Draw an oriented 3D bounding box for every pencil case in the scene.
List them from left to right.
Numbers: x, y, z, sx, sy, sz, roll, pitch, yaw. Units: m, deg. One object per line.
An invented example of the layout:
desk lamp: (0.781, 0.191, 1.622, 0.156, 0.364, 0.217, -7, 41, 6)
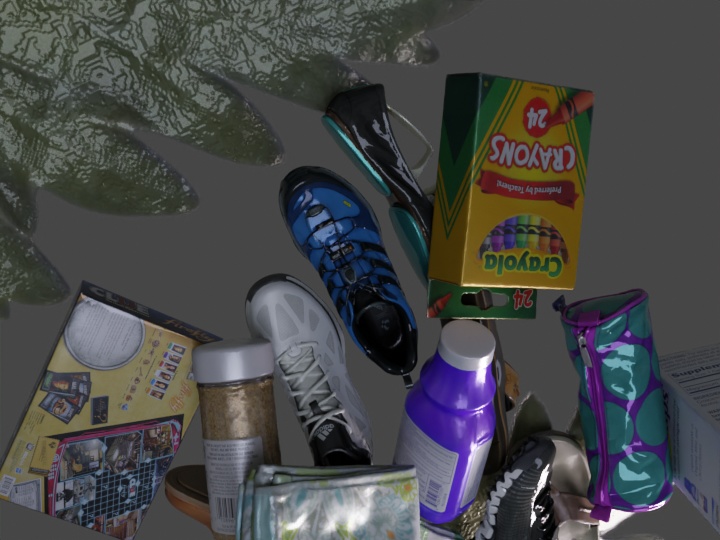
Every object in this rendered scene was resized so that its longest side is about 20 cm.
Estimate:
pencil case: (0.234, 0.120, 0.991, 0.092, 0.085, 0.202, -23, 107, -40)

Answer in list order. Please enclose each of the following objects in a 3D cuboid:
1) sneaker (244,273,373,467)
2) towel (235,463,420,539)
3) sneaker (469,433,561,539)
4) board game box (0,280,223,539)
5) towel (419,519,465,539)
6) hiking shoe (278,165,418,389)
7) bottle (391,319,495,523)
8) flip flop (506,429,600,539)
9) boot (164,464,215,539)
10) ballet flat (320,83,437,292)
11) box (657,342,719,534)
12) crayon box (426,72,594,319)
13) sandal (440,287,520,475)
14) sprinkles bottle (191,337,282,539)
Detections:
sneaker: (-0.033, 0.102, 0.926, 0.075, 0.115, 0.202, -26, 111, -2)
towel: (-0.020, 0.254, 0.853, 0.170, 0.048, 0.202, 6, 80, -39)
sneaker: (0.155, 0.234, 0.995, 0.090, 0.066, 0.201, 31, 129, 18)
board game box: (-0.220, 0.126, 0.941, 0.135, 0.035, 0.201, 24, 102, -18)
towel: (0.016, 0.278, 0.928, 0.199, 0.031, 0.151, 29, 60, -37)
hiking shoe: (0.000, 0.000, 0.914, 0.074, 0.087, 0.201, -32, 111, 1)
bottle: (0.076, 0.131, 0.944, 0.065, 0.083, 0.201, -26, 140, -35)
flip flop: (0.198, 0.243, 1.050, 0.080, 0.058, 0.202, -18, 111, -5)
boot: (-0.113, 0.275, 0.994, 0.199, 0.074, 0.156, 26, 108, -13)
ballet flat: (0.044, -0.070, 0.913, 0.068, 0.068, 0.201, -36, 112, -8)
box: (0.382, 0.147, 0.978, 0.182, 0.200, 0.106, -11, 112, -7)
crayon box: (0.125, -0.056, 0.899, 0.126, 0.051, 0.202, 1, 96, -32)
sandal: (0.112, 0.094, 0.985, 0.054, 0.081, 0.202, -17, 108, -32)
sprinkles bottle: (-0.097, 0.159, 0.896, 0.067, 0.068, 0.202, -6, 93, -9)
